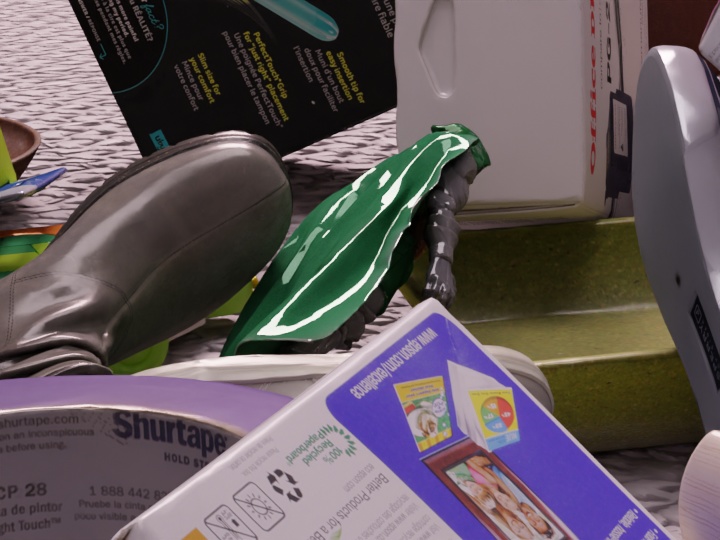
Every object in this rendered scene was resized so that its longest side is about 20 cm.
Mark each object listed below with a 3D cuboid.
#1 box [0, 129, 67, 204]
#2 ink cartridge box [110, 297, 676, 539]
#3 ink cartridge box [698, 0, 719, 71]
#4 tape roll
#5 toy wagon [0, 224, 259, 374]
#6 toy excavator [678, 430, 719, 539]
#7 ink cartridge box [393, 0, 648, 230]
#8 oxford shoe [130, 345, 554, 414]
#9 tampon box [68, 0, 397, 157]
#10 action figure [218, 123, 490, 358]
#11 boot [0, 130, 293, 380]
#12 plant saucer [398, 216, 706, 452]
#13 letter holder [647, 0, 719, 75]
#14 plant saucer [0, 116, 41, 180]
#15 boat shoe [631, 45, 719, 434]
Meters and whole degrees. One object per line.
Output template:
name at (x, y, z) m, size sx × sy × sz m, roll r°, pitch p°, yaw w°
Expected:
box at (-0.238, -0.027, 1.253) m, size 0.199 × 0.048 × 0.122 m, roll -18°, pitch 6°, yaw 5°
ink cartridge box at (0.044, 0.111, 0.716) m, size 0.200 × 0.043 × 0.198 m, roll 43°, pitch 26°, yaw 7°
ink cartridge box at (0.205, -0.031, 1.036) m, size 0.196 × 0.043 × 0.200 m, roll 33°, pitch 9°, yaw -49°
tape roll at (-0.090, 0.099, 0.820) m, size 0.199 × 0.085 × 0.200 m, roll -1°, pitch 16°, yaw 0°
toy wagon at (-0.129, 0.011, 1.235) m, size 0.199 × 0.040 × 0.155 m, roll -7°, pitch 16°, yaw -18°
toy excavator at (0.200, 0.033, 0.854) m, size 0.200 × 0.195 × 0.100 m, roll 29°, pitch -5°, yaw -35°
ink cartridge box at (0.077, -0.091, 1.281) m, size 0.084 × 0.145 × 0.200 m, roll -2°, pitch -3°, yaw 14°
oxford shoe at (-0.027, 0.069, 0.972) m, size 0.199 × 0.075 × 0.058 m, roll -6°, pitch 51°, yaw -9°
tampon box at (-0.027, -0.147, 1.475) m, size 0.200 × 0.150 × 0.126 m, roll -22°, pitch 5°, yaw 28°
action figure at (0.000, 0.000, 1.101) m, size 0.118 × 0.055 × 0.200 m, roll -28°, pitch 17°, yaw 44°
boot at (-0.101, 0.028, 1.055) m, size 0.200 × 0.068 × 0.131 m, roll -31°, pitch 21°, yaw -3°
plant saucer at (0.122, 0.025, 1.139) m, size 0.199 × 0.048 × 0.200 m, roll -5°, pitch 15°, yaw -11°
letter holder at (0.175, -0.140, 1.454) m, size 0.142 × 0.201 × 0.101 m, roll 0°, pitch 15°, yaw 3°
plant saucer at (-0.265, -0.047, 1.472) m, size 0.200 × 0.037 × 0.200 m, roll -1°, pitch 15°, yaw 0°
boat shoe at (0.159, 0.005, 1.019) m, size 0.091 × 0.071 × 0.201 m, roll -5°, pitch 59°, yaw -13°
